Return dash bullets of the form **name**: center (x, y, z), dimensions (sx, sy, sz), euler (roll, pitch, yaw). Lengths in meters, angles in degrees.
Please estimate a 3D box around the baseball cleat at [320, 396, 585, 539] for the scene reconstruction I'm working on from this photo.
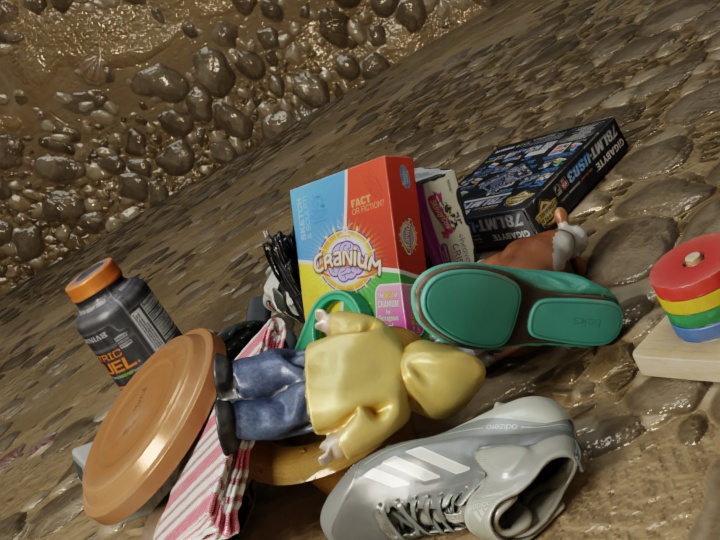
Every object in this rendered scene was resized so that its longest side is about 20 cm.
- **baseball cleat**: center (0.056, 0.154, 0.686), dimensions (0.199, 0.070, 0.107), euler (-32, 23, 14)

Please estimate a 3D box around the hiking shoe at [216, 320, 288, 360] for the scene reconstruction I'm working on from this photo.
- **hiking shoe**: center (-0.166, 0.117, 1.092), dimensions (0.200, 0.075, 0.087), euler (-33, 4, -40)

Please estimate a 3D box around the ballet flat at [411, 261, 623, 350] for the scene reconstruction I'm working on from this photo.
- **ballet flat**: center (0.113, 0.026, 0.792), dimensions (0.199, 0.068, 0.070), euler (8, 13, -28)

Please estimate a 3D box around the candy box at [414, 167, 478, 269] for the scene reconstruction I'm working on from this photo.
- **candy box**: center (0.057, -0.042, 1.111), dimensions (0.061, 0.137, 0.200), euler (-20, 14, -17)

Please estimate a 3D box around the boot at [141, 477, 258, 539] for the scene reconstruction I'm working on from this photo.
- **boot**: center (-0.117, 0.190, 0.924), dimensions (0.075, 0.074, 0.200), euler (-5, 36, 29)

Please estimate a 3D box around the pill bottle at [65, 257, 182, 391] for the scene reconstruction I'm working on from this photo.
- **pill bottle**: center (-0.292, 0.083, 1.289), dimensions (0.106, 0.201, 0.106), euler (-30, 16, 9)

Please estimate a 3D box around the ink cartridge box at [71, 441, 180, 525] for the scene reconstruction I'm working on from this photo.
- **ink cartridge box**: center (-0.204, 0.200, 1.080), dimensions (0.173, 0.044, 0.200), euler (-16, 8, -25)

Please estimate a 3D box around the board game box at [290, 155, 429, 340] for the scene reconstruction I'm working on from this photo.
- **board game box**: center (0.000, 0.000, 1.018), dimensions (0.040, 0.201, 0.153), euler (-1, -9, -42)

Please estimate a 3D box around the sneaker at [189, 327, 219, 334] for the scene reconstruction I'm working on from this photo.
- **sneaker**: center (-0.221, 0.156, 1.211), dimensions (0.200, 0.077, 0.073), euler (-43, 43, 15)

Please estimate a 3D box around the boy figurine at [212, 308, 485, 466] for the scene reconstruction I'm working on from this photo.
- **boy figurine**: center (-0.009, 0.081, 0.746), dimensions (0.199, 0.065, 0.125), euler (-8, 56, -4)

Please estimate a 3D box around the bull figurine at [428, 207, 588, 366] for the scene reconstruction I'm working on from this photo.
- **bull figurine**: center (0.142, 0.017, 0.927), dimensions (0.121, 0.065, 0.200), euler (-24, 17, 32)

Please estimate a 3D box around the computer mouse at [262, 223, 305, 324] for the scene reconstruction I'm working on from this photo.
- **computer mouse**: center (-0.054, -0.027, 1.147), dimensions (0.052, 0.139, 0.200), euler (-11, 30, 28)

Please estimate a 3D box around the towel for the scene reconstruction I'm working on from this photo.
- **towel**: center (-0.116, 0.150, 0.831), dimensions (0.146, 0.030, 0.201), euler (-46, 22, 45)

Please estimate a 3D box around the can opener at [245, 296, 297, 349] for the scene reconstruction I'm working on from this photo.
- **can opener**: center (-0.111, 0.083, 1.255), dimensions (0.066, 0.054, 0.200), euler (0, 17, -4)

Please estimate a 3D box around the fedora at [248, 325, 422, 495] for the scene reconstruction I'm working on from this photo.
- **fedora**: center (-0.013, 0.131, 0.853), dimensions (0.200, 0.082, 0.201), euler (-26, 23, 12)

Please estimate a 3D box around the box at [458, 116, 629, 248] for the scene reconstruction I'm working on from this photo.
- **box**: center (0.186, -0.097, 1.198), dimensions (0.198, 0.050, 0.200), euler (-44, 20, -32)

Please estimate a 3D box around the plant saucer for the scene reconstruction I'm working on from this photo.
- **plant saucer**: center (-0.198, 0.138, 0.936), dimensions (0.200, 0.032, 0.201), euler (-42, 24, 24)

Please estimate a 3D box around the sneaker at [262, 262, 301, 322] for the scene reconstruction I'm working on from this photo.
- **sneaker**: center (-0.075, 0.035, 1.241), dimensions (0.088, 0.074, 0.200), euler (-36, 26, 5)

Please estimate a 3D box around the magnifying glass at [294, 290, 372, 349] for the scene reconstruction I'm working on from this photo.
- **magnifying glass**: center (-0.055, 0.093, 1.028), dimensions (0.022, 0.080, 0.200), euler (1, -36, -43)

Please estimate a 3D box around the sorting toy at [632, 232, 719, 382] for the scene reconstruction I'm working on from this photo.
- **sorting toy**: center (0.307, -0.010, 0.692), dimensions (0.199, 0.070, 0.200), euler (-41, 19, -25)
